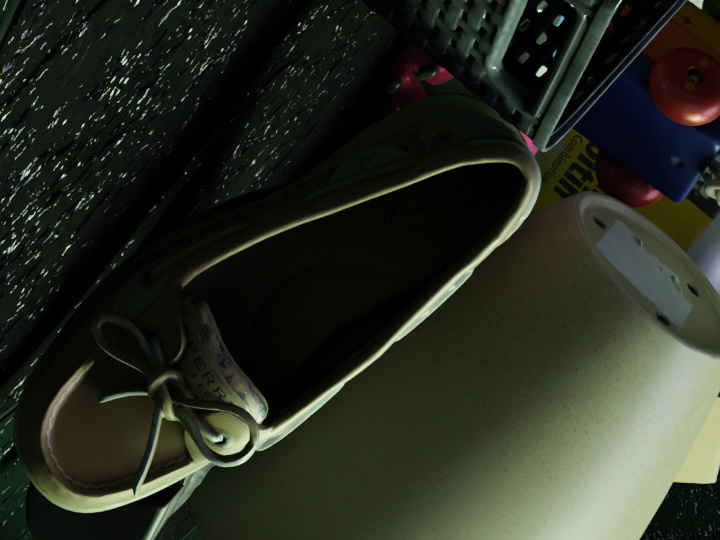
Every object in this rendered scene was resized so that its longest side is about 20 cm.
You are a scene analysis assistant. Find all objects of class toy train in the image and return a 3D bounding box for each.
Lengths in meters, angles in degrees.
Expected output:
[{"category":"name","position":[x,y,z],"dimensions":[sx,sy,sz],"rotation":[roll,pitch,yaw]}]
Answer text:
[{"category":"toy train","position":[0.150,-0.084,0.994],"dimensions":[0.116,0.200,0.085],"rotation":[-51,174,-30]}]

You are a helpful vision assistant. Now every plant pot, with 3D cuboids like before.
[{"category":"plant pot","position":[0.059,0.067,0.993],"dimensions":[0.200,0.187,0.187],"rotation":[-47,174,24]}]

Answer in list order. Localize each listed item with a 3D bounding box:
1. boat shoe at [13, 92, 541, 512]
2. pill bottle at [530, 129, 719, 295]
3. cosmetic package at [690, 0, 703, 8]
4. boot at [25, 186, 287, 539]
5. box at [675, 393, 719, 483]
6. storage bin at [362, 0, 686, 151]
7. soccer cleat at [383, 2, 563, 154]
[{"category":"boat shoe","position":[-0.030,0.012,0.759],"dimensions":[0.200,0.073,0.063],"rotation":[-38,-169,4]},{"category":"pill bottle","position":[0.145,-0.040,1.158],"dimensions":[0.112,0.200,0.112],"rotation":[-49,172,-9]},{"category":"cosmetic package","position":[0.233,-0.152,1.098],"dimensions":[0.102,0.199,0.074],"rotation":[142,-47,-62]},{"category":"boot","position":[-0.046,0.017,0.900],"dimensions":[0.200,0.069,0.174],"rotation":[-50,179,31]},{"category":"box","position":[0.107,0.073,1.197],"dimensions":[0.200,0.162,0.021],"rotation":[77,20,-71]},{"category":"storage bin","position":[0.092,-0.152,0.723],"dimensions":[0.200,0.094,0.135],"rotation":[-48,172,-21]},{"category":"soccer cleat","position":[0.066,-0.100,0.900],"dimensions":[0.086,0.070,0.200],"rotation":[-46,171,-23]}]
